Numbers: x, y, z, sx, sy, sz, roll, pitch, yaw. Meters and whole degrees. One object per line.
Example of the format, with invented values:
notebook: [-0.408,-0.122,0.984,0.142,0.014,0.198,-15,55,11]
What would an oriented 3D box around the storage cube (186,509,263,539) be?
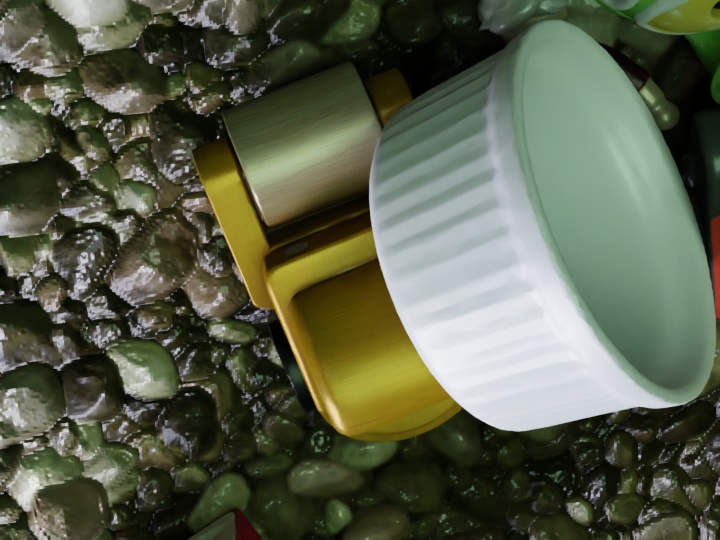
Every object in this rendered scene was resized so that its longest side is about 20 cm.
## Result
storage cube: [-0.091,0.278,0.958,0.171,0.200,0.180,-33,104,4]

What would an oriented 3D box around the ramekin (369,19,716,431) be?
ramekin: [0.091,-0.016,0.838,0.098,0.200,0.200,-22,113,29]

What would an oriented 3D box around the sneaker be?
sneaker: [0.240,-0.031,0.908,0.108,0.067,0.201,-9,153,8]

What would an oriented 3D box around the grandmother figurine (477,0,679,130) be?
grandmother figurine: [0.115,-0.084,0.937,0.121,0.061,0.200,-20,108,7]

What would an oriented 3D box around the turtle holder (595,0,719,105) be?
turtle holder: [0.171,-0.178,0.872,0.141,0.132,0.186,6,107,-11]

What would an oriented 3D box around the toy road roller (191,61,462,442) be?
toy road roller: [0.000,0.000,0.898,0.123,0.146,0.200,-22,111,-1]
